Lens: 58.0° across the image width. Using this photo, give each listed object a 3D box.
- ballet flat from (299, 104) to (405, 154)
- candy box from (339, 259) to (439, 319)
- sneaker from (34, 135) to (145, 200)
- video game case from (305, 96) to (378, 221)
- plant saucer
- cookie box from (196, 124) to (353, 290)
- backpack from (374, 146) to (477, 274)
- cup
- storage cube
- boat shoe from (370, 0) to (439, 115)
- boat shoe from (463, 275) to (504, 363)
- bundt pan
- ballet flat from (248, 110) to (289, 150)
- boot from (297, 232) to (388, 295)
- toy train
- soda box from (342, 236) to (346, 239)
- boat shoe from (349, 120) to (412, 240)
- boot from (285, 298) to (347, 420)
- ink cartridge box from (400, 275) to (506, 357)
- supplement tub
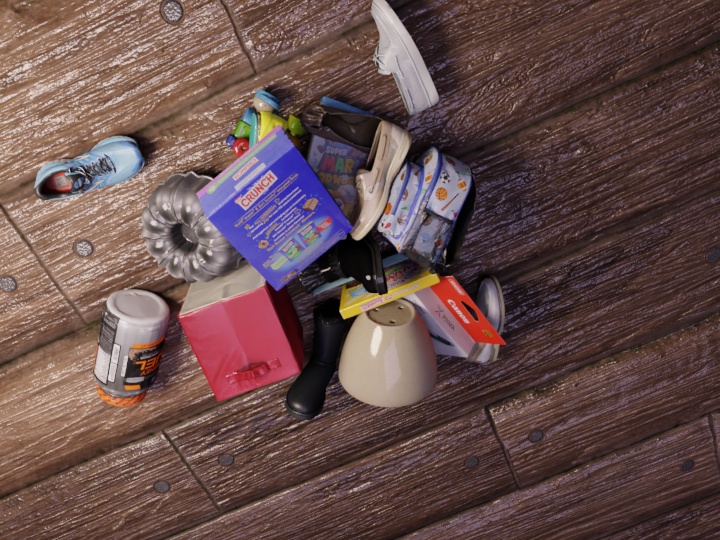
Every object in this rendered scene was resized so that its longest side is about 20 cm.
[{"bbox_3d":[-0.006,-0.239,1.095,0.196,0.046,0.069,10,95,-23],"label":"ballet flat"},{"bbox_3d":[0.055,0.023,1.229,0.197,0.103,0.027,-22,119,15],"label":"candy box"},{"bbox_3d":[-0.457,-0.160,1.096,0.197,0.090,0.079,-21,118,3],"label":"sneaker"},{"bbox_3d":[-0.027,-0.181,1.131,0.141,0.018,0.204,14,92,-22],"label":"video game case"},{"bbox_3d":[0.000,0.000,1.251,0.196,0.070,0.019,-20,97,4],"label":"plant saucer"},{"bbox_3d":[-0.130,-0.094,1.025,0.170,0.075,0.201,-39,135,-1],"label":"cookie box"},{"bbox_3d":[0.109,-0.121,1.145,0.152,0.200,0.192,29,97,-21],"label":"backpack"},{"bbox_3d":[0.056,0.139,1.246,0.196,0.201,0.146,-2,121,-6],"label":"cup"},{"bbox_3d":[-0.212,0.097,1.201,0.168,0.201,0.183,-18,112,3],"label":"storage cube"},{"bbox_3d":[0.060,-0.348,1.077,0.071,0.070,0.202,-31,119,6],"label":"boat shoe"},{"bbox_3d":[0.249,0.108,1.330,0.067,0.075,0.204,-7,119,-10],"label":"boat shoe"},{"bbox_3d":[-0.298,-0.064,1.134,0.198,0.076,0.206,8,120,14],"label":"bundt pan"},{"bbox_3d":[-0.158,-0.160,1.053,0.066,0.067,0.203,3,124,-25],"label":"ballet flat"},{"bbox_3d":[-0.038,-0.001,1.166,0.155,0.212,0.081,-17,116,-3],"label":"boot"},{"bbox_3d":[-0.122,-0.214,1.123,0.198,0.085,0.117,28,97,-19],"label":"toy train"},{"bbox_3d":[-0.126,-0.088,1.187,0.195,0.068,0.065,-7,117,-3],"label":"soda box"},{"bbox_3d":[0.017,-0.151,1.097,0.064,0.072,0.203,21,103,-21],"label":"boat shoe"},{"bbox_3d":[-0.083,0.165,1.255,0.075,0.201,0.171,15,119,9],"label":"boot"},{"bbox_3d":[0.164,0.093,1.267,0.200,0.172,0.044,48,64,-24],"label":"ink cartridge box"},{"bbox_3d":[-0.439,0.149,1.237,0.120,0.123,0.203,13,115,-13],"label":"supplement tub"}]
